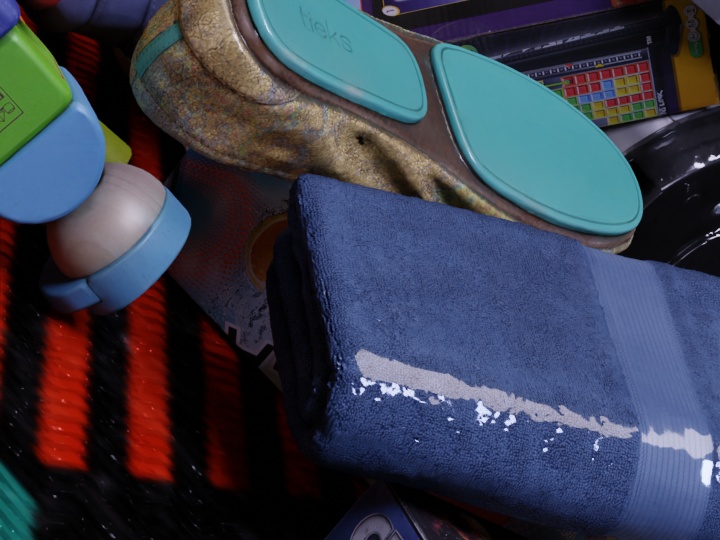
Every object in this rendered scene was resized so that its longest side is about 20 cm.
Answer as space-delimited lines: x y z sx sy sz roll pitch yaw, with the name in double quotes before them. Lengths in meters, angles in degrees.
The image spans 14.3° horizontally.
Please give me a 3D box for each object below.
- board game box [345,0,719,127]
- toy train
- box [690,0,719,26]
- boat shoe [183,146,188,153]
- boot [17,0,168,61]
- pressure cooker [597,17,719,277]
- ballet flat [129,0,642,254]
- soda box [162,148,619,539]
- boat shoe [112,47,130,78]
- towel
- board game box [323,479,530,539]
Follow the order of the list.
"board game box" 0.039 -0.127 1.089 0.200 0.165 0.057 -94 171 -48
"toy train" -0.117 -0.064 0.903 0.116 0.085 0.200 50 1 -24
"box" 0.152 -0.150 1.063 0.158 0.048 0.201 34 31 -40
"boat shoe" 0.000 0.000 1.057 0.200 0.073 0.063 41 -30 33
"boot" -0.078 -0.111 1.010 0.090 0.073 0.200 14 6 -17
"pressure cooker" 0.104 -0.037 1.142 0.176 0.179 0.200 25 20 -40
"ballet flat" 0.007 -0.042 0.899 0.200 0.071 0.071 22 21 -44
"soda box" 0.017 0.029 0.950 0.200 0.064 0.068 44 16 25
"boat shoe" -0.056 -0.113 1.197 0.065 0.072 0.200 50 16 -20
"towel" 0.068 0.038 0.858 0.199 0.049 0.112 15 35 -20
"board game box" 0.090 0.141 0.842 0.200 0.035 0.136 27 18 -39
